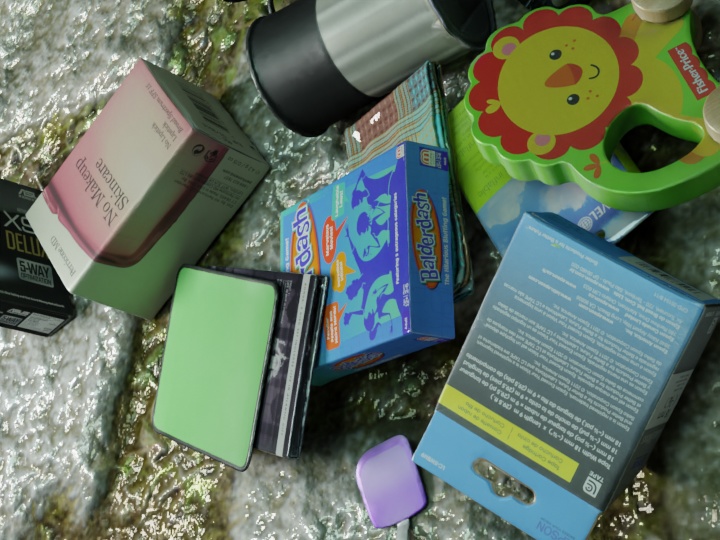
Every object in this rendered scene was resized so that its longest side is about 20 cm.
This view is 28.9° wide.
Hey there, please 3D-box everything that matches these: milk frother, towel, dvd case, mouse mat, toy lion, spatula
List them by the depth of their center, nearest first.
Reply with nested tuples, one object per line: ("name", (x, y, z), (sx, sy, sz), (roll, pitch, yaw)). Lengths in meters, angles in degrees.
("toy lion", (0.177, -0.122, 1.017), (0.191, 0.069, 0.201), (-26, 55, 6))
("spatula", (0.035, 0.225, 1.076), (0.056, 0.021, 0.201), (-29, 51, 23))
("towel", (0.033, -0.053, 1.150), (0.146, 0.022, 0.202), (-34, 57, 51))
("milk frother", (-0.021, -0.245, 1.181), (0.187, 0.200, 0.182), (-24, 56, 31))
("dvd case", (-0.094, 0.073, 1.202), (0.199, 0.016, 0.150), (4, 84, 58))
("mouse mat", (-0.131, 0.081, 1.237), (0.200, 0.007, 0.162), (10, 90, 58))

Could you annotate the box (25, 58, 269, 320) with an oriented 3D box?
("box", (-0.205, -0.076, 1.332), (0.200, 0.109, 0.128), (-50, 50, 14))

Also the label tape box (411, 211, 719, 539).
("label tape box", (0.144, 0.079, 0.986), (0.144, 0.063, 0.201), (30, 104, 24))

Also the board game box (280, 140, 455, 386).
("board game box", (0.000, 0.000, 1.130), (0.200, 0.045, 0.153), (-26, 61, 54))

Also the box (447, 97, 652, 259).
("box", (0.143, -0.072, 1.082), (0.122, 0.048, 0.201), (-43, 52, 21))

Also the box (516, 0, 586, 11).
("box", (0.099, -0.307, 1.100), (0.086, 0.199, 0.164), (-42, 53, 20))

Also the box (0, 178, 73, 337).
("box", (-0.395, -0.027, 1.412), (0.050, 0.199, 0.159), (-36, 54, 32))
